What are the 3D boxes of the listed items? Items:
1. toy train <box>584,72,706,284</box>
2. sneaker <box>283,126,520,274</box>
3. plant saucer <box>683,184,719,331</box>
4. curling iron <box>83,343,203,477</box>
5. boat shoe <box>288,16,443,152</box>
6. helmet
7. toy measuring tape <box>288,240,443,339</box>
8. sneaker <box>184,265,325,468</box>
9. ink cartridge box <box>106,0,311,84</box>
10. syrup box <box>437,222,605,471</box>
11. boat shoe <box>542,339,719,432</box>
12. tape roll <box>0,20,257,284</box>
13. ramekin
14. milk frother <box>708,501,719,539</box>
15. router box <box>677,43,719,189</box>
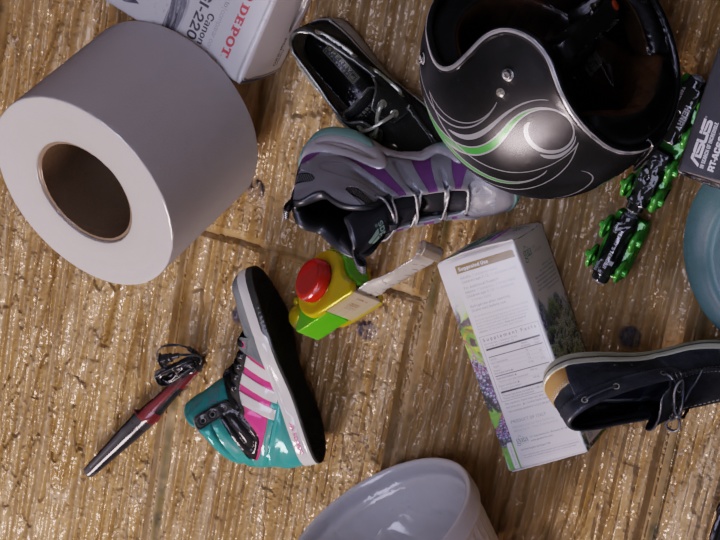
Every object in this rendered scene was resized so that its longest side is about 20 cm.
[{"bbox_3d":[0.248,-0.077,1.454,0.042,0.056,0.201,31,114,18],"label":"toy train"},{"bbox_3d":[0.031,-0.047,1.470,0.199,0.140,0.078,7,134,13],"label":"sneaker"},{"bbox_3d":[0.365,-0.012,1.431,0.199,0.036,0.201,6,105,23],"label":"plant saucer"},{"bbox_3d":[-0.223,0.142,1.728,0.049,0.026,0.200,26,122,-25],"label":"curling iron"},{"bbox_3d":[0.011,-0.144,1.536,0.200,0.064,0.071,44,116,7],"label":"boat shoe"},{"bbox_3d":[0.145,-0.157,1.407,0.190,0.199,0.201,-9,101,53],"label":"helmet"},{"bbox_3d":[0.000,0.000,1.564,0.200,0.073,0.074,-33,88,40],"label":"toy measuring tape"},{"bbox_3d":[-0.118,0.103,1.648,0.120,0.084,0.201,-15,98,16],"label":"sneaker"},{"bbox_3d":[-0.144,-0.283,1.559,0.199,0.085,0.146,31,114,11],"label":"ink cartridge box"},{"bbox_3d":[0.146,0.066,1.522,0.081,0.079,0.201,-18,95,27],"label":"syrup box"},{"bbox_3d":[0.254,0.103,1.451,0.199,0.062,0.075,-3,139,-11],"label":"boat shoe"},{"bbox_3d":[-0.212,-0.107,1.562,0.202,0.139,0.204,23,137,23],"label":"tape roll"},{"bbox_3d":[0.037,0.275,1.559,0.199,0.200,0.105,-22,113,26],"label":"ramekin"},{"bbox_3d":[0.384,0.210,1.389,0.187,0.200,0.182,19,106,18],"label":"milk frother"},{"bbox_3d":[0.317,-0.160,1.332,0.062,0.150,0.201,20,99,19],"label":"router box"}]
